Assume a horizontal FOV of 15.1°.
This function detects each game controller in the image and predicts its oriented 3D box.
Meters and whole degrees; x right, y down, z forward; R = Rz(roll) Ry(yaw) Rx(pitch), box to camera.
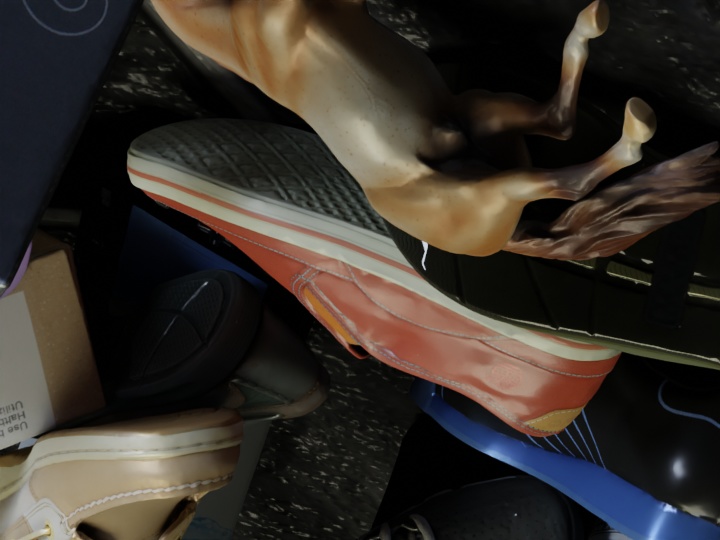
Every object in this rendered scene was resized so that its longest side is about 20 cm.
[{"bbox_3d":[-0.068,0.003,1.112,0.104,0.042,0.200,23,156,-1],"label":"game controller"}]

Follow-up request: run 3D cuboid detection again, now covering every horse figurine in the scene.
[{"bbox_3d":[0.018,-0.061,0.857,0.200,0.050,0.133,39,141,-4],"label":"horse figurine"}]

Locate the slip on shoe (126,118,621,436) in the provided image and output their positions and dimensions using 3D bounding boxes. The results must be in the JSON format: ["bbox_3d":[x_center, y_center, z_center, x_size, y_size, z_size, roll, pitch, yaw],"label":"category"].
[{"bbox_3d":[0.000,0.000,0.972,0.200,0.074,0.061,25,118,17],"label":"slip on shoe"}]

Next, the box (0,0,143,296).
[{"bbox_3d":[-0.122,-0.091,0.756,0.122,0.200,0.106,26,157,-11],"label":"box"}]

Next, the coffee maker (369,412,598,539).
[{"bbox_3d":[0.024,0.163,1.175,0.192,0.200,0.135,34,154,-21],"label":"coffee maker"}]

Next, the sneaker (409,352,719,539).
[{"bbox_3d":[0.095,0.050,1.049,0.070,0.078,0.200,22,-177,-36],"label":"sneaker"}]

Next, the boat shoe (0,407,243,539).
[{"bbox_3d":[-0.096,0.096,1.041,0.074,0.069,0.200,-6,172,-27],"label":"boat shoe"}]

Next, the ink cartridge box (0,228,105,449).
[{"bbox_3d":[-0.223,0.035,1.068,0.165,0.200,0.075,30,135,60],"label":"ink cartridge box"}]

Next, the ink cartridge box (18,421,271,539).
[{"bbox_3d":[-0.125,0.141,1.263,0.083,0.200,0.146,26,157,-15],"label":"ink cartridge box"}]

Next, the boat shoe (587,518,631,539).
[{"bbox_3d":[0.174,0.167,1.106,0.200,0.064,0.071,26,157,-7],"label":"boat shoe"}]

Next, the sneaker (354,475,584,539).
[{"bbox_3d":[-0.010,0.135,1.051,0.200,0.075,0.115,-30,159,6],"label":"sneaker"}]

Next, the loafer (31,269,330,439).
[{"bbox_3d":[-0.088,0.046,1.105,0.063,0.072,0.200,35,157,-27],"label":"loafer"}]

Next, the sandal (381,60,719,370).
[{"bbox_3d":[0.095,-0.007,0.908,0.201,0.080,0.057,22,-176,13],"label":"sandal"}]

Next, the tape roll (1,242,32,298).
[{"bbox_3d":[-0.196,-0.063,0.931,0.200,0.066,0.200,38,145,33],"label":"tape roll"}]
